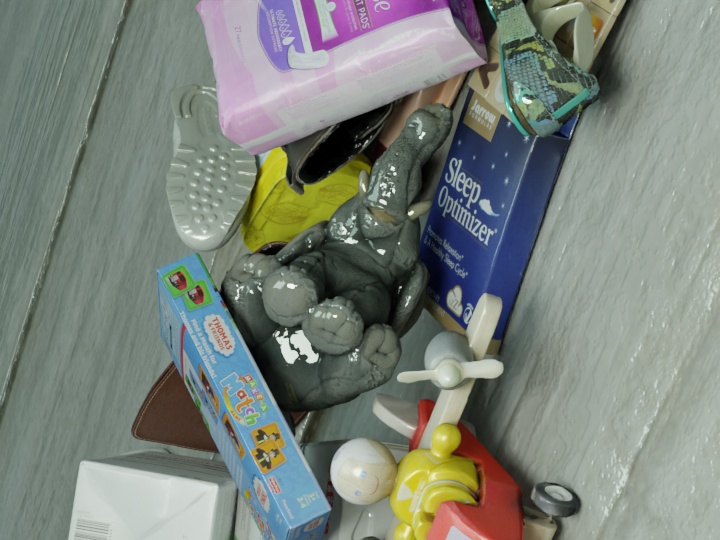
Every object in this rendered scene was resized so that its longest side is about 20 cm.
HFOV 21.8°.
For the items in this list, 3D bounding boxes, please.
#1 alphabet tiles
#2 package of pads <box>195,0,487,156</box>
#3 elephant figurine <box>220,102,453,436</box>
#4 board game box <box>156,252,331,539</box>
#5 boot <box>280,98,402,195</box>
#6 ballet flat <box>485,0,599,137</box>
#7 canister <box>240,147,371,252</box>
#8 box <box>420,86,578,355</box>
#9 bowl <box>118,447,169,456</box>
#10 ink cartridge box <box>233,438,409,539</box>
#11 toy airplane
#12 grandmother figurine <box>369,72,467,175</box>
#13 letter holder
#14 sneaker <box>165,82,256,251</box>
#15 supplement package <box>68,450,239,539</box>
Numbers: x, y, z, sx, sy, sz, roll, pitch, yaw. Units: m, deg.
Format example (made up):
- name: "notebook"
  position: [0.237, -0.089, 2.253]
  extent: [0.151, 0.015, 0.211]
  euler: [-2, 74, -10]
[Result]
- name: "alphabet tiles"
  position: [0.141, -0.202, 1.309]
  extent: [0.200, 0.008, 0.167]
  euler: [-62, 29, 13]
- name: "package of pads"
  position: [-0.016, -0.173, 1.369]
  extent: [0.200, 0.076, 0.121]
  euler: [-21, 64, 15]
- name: "elephant figurine"
  position: [0.000, 0.000, 1.340]
  extent: [0.155, 0.142, 0.200]
  euler: [-15, 29, 40]
- name: "board game box"
  position: [-0.085, 0.102, 1.308]
  extent: [0.200, 0.037, 0.151]
  euler: [62, 167, 15]
- name: "boot"
  position: [-0.009, -0.163, 1.461]
  extent: [0.200, 0.069, 0.174]
  euler: [-51, 35, 6]
- name: "ballet flat"
  position: [0.122, -0.170, 1.261]
  extent: [0.074, 0.074, 0.200]
  euler: [-57, 32, 40]
- name: "canister"
  position: [-0.050, -0.131, 1.616]
  extent: [0.149, 0.086, 0.200]
  euler: [126, 147, -54]
- name: "box"
  position: [0.094, -0.053, 1.355]
  extent: [0.121, 0.032, 0.200]
  euler: [45, 120, 60]
- name: "bowl"
  position: [-0.228, 0.287, 1.850]
  extent: [0.200, 0.075, 0.200]
  euler: [35, 112, 61]
- name: "ink cartridge box"
  position: [-0.024, 0.209, 1.436]
  extent: [0.200, 0.084, 0.146]
  euler: [-15, 68, 63]
- name: "toy airplane"
  position: [0.042, 0.133, 1.263]
  extent: [0.199, 0.141, 0.200]
  euler: [-35, 50, 57]
- name: "grandmother figurine"
  position: [0.034, -0.096, 1.476]
  extent: [0.121, 0.061, 0.200]
  euler: [-68, -3, -68]
- name: "letter holder"
  position: [-0.108, 0.067, 1.601]
  extent: [0.200, 0.142, 0.101]
  euler: [-50, 38, 46]
- name: "sneaker"
  position: [-0.129, -0.076, 1.605]
  extent: [0.200, 0.076, 0.081]
  euler: [-93, 7, -48]
- name: "supplement package"
  position: [-0.157, 0.221, 1.563]
  extent: [0.200, 0.120, 0.121]
  euler: [17, -99, -79]
